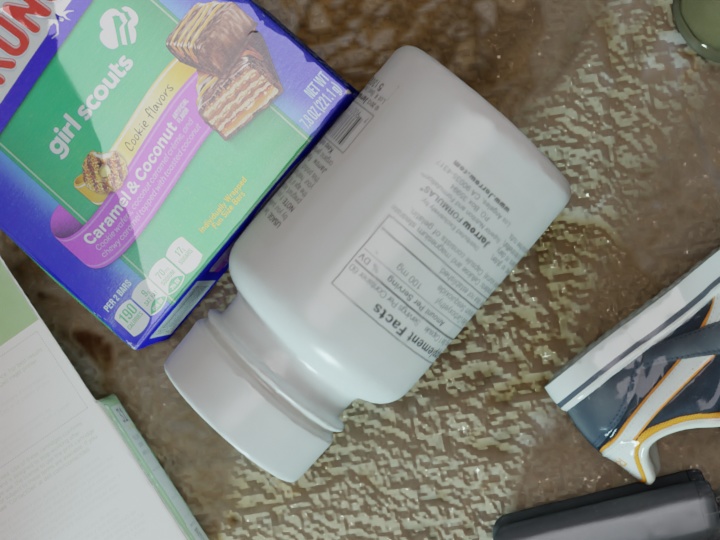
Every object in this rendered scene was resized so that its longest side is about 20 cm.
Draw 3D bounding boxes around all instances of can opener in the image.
[{"bbox_3d":[0.166,0.132,0.837,0.198,0.053,0.067,-10,91,4],"label":"can opener"}]

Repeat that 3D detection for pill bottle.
[{"bbox_3d":[0.000,0.000,0.818,0.114,0.114,0.200,41,93,3],"label":"pill bottle"}]

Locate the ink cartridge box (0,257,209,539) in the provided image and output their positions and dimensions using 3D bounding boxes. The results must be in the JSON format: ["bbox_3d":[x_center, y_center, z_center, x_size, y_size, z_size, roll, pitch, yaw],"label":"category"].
[{"bbox_3d":[-0.190,0.106,0.866,0.145,0.048,0.201,-34,87,3],"label":"ink cartridge box"}]

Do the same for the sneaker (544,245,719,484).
[{"bbox_3d":[0.191,0.024,0.824,0.200,0.078,0.080,-41,82,14],"label":"sneaker"}]

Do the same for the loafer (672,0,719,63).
[{"bbox_3d":[0.248,-0.173,0.823,0.199,0.067,0.076,-38,88,3],"label":"loafer"}]

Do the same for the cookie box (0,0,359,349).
[{"bbox_3d":[-0.127,-0.090,0.847,0.200,0.075,0.171,41,94,4],"label":"cookie box"}]
